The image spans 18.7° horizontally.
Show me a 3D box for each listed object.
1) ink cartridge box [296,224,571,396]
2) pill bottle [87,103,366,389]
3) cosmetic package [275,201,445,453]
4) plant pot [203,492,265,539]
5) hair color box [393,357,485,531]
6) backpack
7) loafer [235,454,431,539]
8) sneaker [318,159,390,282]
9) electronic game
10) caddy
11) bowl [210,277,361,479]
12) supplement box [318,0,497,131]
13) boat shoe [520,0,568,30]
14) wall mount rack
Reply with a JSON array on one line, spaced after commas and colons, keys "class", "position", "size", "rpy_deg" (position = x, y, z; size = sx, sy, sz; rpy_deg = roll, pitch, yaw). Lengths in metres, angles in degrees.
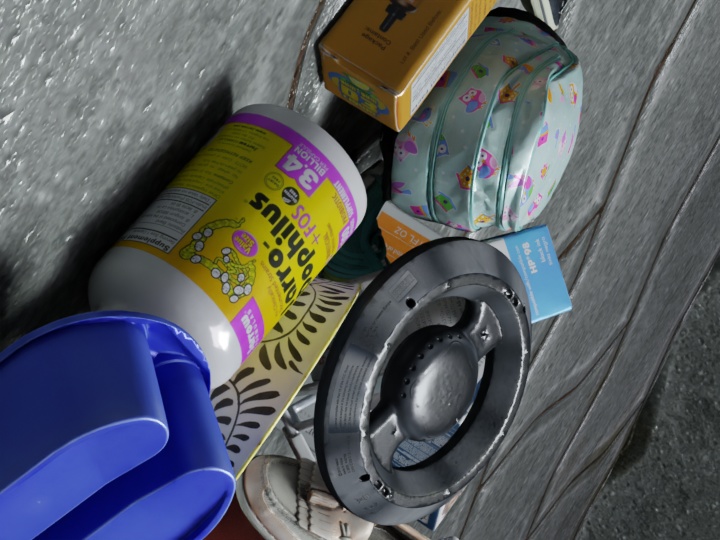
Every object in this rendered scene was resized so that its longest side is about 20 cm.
[{"class": "ink cartridge box", "position": [0.032, 0.029, 1.538], "size": [0.200, 0.067, 0.116], "rpy_deg": [-17, -178, -29]}, {"class": "pill bottle", "position": [-0.090, 0.000, 1.294], "size": [0.200, 0.104, 0.104], "rpy_deg": [-51, 164, -28]}, {"class": "cosmetic package", "position": [0.010, 0.056, 1.744], "size": [0.200, 0.101, 0.071], "rpy_deg": [-58, 165, -3]}, {"class": "plant pot", "position": [-0.109, 0.237, 1.565], "size": [0.200, 0.200, 0.176], "rpy_deg": [89, 23, -65]}, {"class": "hair color box", "position": [0.072, 0.118, 1.751], "size": [0.100, 0.061, 0.200], "rpy_deg": [-51, 165, -27]}, {"class": "backpack", "position": [0.088, -0.104, 1.557], "size": [0.200, 0.126, 0.167], "rpy_deg": [-37, 132, -67]}, {"class": "loafer", "position": [-0.001, 0.175, 1.488], "size": [0.200, 0.063, 0.072], "rpy_deg": [40, 41, -38]}, {"class": "sneaker", "position": [0.000, 0.000, 1.639], "size": [0.078, 0.080, 0.200], "rpy_deg": [-44, 159, -45]}, {"class": "electronic game", "position": [0.044, 0.074, 1.446], "size": [0.200, 0.042, 0.200], "rpy_deg": [-23, 124, -40]}, {"class": "caddy", "position": [-0.165, 0.106, 1.180], "size": [0.200, 0.105, 0.141], "rpy_deg": [-37, 137, 8]}, {"class": "bowl", "position": [-0.092, 0.066, 1.401], "size": [0.201, 0.094, 0.201], "rpy_deg": [-55, -178, 3]}, {"class": "supplement box", "position": [0.054, -0.193, 1.456], "size": [0.200, 0.067, 0.069], "rpy_deg": [-53, 167, -18]}, {"class": "boat shoe", "position": [0.139, -0.238, 1.614], "size": [0.062, 0.075, 0.200], "rpy_deg": [-25, 157, -3]}, {"class": "wall mount rack", "position": [0.001, 0.150, 1.606], "size": [0.075, 0.200, 0.174], "rpy_deg": [-28, -173, -5]}]
